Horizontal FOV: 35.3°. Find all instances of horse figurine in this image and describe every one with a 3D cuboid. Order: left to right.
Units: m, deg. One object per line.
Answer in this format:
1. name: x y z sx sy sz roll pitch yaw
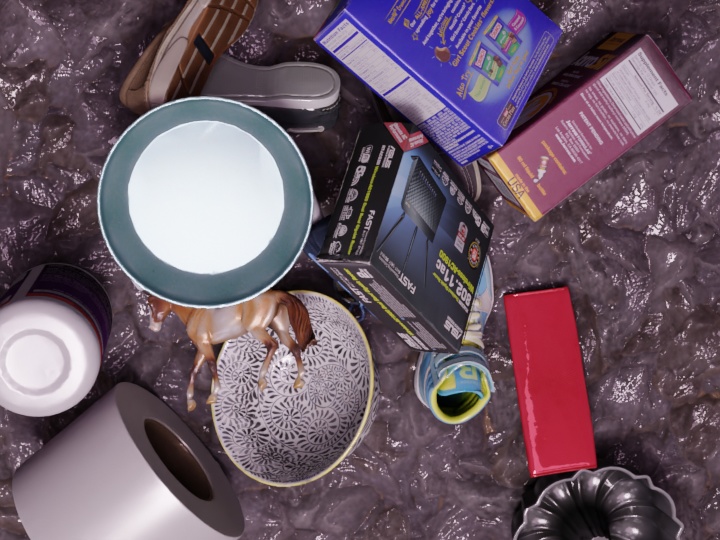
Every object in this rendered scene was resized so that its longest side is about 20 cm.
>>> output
1. horse figurine: -0.126 0.065 1.161 0.200 0.050 0.133 -14 74 24

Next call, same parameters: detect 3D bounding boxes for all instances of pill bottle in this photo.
1. pill bottle: -0.302 0.059 1.101 0.112 0.200 0.113 -2 104 -6
2. pill bottle: -0.144 -0.054 1.139 0.200 0.112 0.112 -22 105 -1

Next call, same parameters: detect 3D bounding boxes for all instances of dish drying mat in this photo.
1. dish drying mat: 0.208 0.121 1.240 0.077 0.018 0.201 -7 84 -5

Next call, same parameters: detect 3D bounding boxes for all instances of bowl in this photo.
1. bowl: -0.050 0.128 1.188 0.201 0.201 0.094 -55 147 7

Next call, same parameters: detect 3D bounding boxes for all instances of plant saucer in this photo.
1. plant saucer: -0.144 -0.065 1.060 0.199 0.036 0.201 -2 105 -8

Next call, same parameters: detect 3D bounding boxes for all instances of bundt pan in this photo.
1. bundt pan: 0.261 0.303 1.296 0.201 0.076 0.202 -2 104 -8

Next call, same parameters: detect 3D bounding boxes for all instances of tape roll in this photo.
1. tape roll: -0.234 0.234 1.153 0.139 0.203 0.203 -39 105 3

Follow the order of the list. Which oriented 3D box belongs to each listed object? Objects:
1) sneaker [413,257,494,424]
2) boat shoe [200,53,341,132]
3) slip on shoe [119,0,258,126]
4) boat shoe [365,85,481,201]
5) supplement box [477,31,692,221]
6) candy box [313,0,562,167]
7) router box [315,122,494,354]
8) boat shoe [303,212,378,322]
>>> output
1. sneaker: 0.110 0.068 1.192 0.079 0.131 0.201 4 102 -8
2. boat shoe: -0.119 -0.174 1.137 0.199 0.076 0.060 10 143 6
3. slip on shoe: -0.163 -0.228 1.093 0.060 0.076 0.200 14 68 26
4. boat shoe: 0.056 -0.145 1.157 0.072 0.065 0.200 -21 104 29
5. supplement box: 0.221 -0.151 1.162 0.200 0.110 0.086 -38 104 3
6. candy box: 0.078 -0.230 1.103 0.200 0.077 0.169 39 60 -16
7. router box: 0.050 -0.027 1.097 0.200 0.062 0.150 44 57 -48
8. boat shoe: 0.000 0.000 1.169 0.069 0.084 0.200 -23 136 14
